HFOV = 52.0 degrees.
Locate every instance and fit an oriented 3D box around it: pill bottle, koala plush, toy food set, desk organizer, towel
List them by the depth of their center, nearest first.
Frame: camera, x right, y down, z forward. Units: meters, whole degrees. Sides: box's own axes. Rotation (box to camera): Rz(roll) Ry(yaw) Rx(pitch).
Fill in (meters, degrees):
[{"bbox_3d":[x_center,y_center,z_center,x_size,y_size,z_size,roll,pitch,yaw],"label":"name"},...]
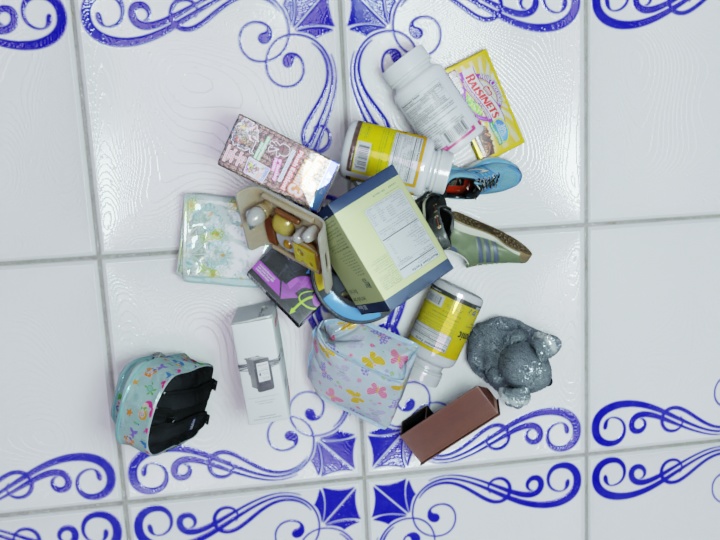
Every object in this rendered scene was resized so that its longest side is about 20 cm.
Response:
[{"bbox_3d":[-0.133,-0.051,1.301,0.060,0.199,0.144,-42,146,-30],"label":"toy food set"},{"bbox_3d":[0.066,-0.202,1.358,0.198,0.109,0.111,15,97,2],"label":"pill bottle"},{"bbox_3d":[0.135,-0.318,1.405,0.113,0.113,0.201,-36,97,-1],"label":"pill bottle"},{"bbox_3d":[-0.252,-0.057,1.432,0.197,0.048,0.173,5,99,-8],"label":"towel"},{"bbox_3d":[0.312,0.185,1.463,0.183,0.200,0.178,33,94,-11],"label":"koala plush"},{"bbox_3d":[0.158,0.126,1.480,0.110,0.111,0.202,24,96,-10],"label":"pill bottle"},{"bbox_3d":[0.181,0.302,1.505,0.199,0.072,0.077,-36,98,15],"label":"desk organizer"}]

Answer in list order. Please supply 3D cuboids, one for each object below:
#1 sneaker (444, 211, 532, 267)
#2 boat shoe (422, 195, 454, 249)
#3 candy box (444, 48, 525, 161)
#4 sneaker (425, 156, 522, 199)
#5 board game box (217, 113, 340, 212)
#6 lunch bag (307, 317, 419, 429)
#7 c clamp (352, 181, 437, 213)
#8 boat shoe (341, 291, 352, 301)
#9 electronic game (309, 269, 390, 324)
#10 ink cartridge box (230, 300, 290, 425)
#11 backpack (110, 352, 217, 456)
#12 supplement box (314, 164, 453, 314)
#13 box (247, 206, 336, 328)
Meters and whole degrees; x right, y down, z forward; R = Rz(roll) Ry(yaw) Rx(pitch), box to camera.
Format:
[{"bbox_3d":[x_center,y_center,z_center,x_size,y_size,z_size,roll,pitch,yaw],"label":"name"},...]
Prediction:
[{"bbox_3d":[0.243,-0.043,1.495,0.198,0.067,0.090,22,117,-20],"label":"sneaker"},{"bbox_3d":[0.149,-0.090,1.390,0.062,0.202,0.074,-19,112,20],"label":"boat shoe"},{"bbox_3d":[0.243,-0.324,1.465,0.101,0.026,0.202,-27,101,-4],"label":"candy box"},{"bbox_3d":[0.227,-0.166,1.440,0.198,0.090,0.079,-9,123,-14],"label":"sneaker"},{"bbox_3d":[-0.151,-0.199,1.366,0.198,0.159,0.098,25,96,-10],"label":"board game box"},{"bbox_3d":[-0.004,0.184,1.427,0.198,0.128,0.171,21,135,9],"label":"lunch bag"},{"bbox_3d":[0.086,-0.184,1.465,0.199,0.027,0.172,-30,102,-3],"label":"c clamp"},{"bbox_3d":[-0.035,0.034,1.464,0.071,0.065,0.201,-35,101,-1],"label":"boat shoe"},{"bbox_3d":[0.000,0.000,1.393,0.198,0.042,0.203,2,85,-19],"label":"electronic game"},{"bbox_3d":[-0.190,0.173,1.424,0.082,0.145,0.203,-9,100,-3],"label":"ink cartridge box"},{"bbox_3d":[-0.378,0.247,1.387,0.149,0.200,0.180,17,98,10],"label":"backpack"},{"bbox_3d":[0.028,-0.045,1.278,0.134,0.200,0.201,-32,93,-14],"label":"supplement box"},{"bbox_3d":[-0.097,-0.011,1.416,0.143,0.036,0.200,44,72,4],"label":"box"}]
